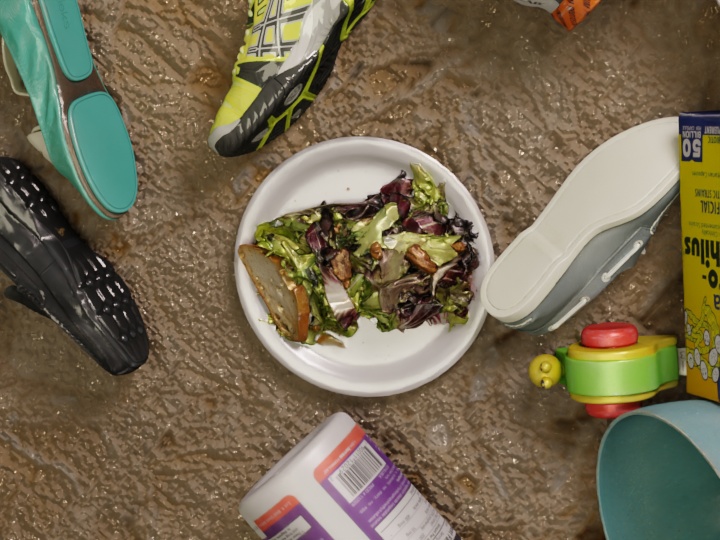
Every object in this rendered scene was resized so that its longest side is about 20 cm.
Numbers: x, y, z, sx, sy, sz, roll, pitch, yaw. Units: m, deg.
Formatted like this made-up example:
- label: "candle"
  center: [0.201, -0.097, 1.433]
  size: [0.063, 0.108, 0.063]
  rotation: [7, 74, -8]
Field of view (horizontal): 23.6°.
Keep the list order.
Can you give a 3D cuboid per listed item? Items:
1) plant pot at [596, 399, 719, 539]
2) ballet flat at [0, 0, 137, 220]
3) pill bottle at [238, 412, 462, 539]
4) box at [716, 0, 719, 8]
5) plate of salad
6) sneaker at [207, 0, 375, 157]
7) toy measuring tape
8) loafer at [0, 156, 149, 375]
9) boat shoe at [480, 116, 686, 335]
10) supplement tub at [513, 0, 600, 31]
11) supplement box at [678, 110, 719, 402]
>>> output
- label: "plant pot"
  center: [0.277, 0.175, 1.213]
  size: [0.135, 0.200, 0.200]
  rotation: [-17, 99, -21]
- label: "ballet flat"
  center: [-0.227, -0.131, 1.306]
  size: [0.070, 0.067, 0.200]
  rotation: [-12, 99, 37]
- label: "pill bottle"
  center: [0.013, 0.214, 1.295]
  size: [0.111, 0.111, 0.200]
  rotation: [-42, 91, 15]
- label: "box"
  center: [0.271, -0.243, 1.162]
  size: [0.112, 0.101, 0.200]
  rotation: [-28, 95, 15]
- label: "plate of salad"
  center: [0.000, 0.000, 1.289]
  size: [0.200, 0.048, 0.200]
  rotation: [2, 100, 11]
- label: "sneaker"
  center: [-0.055, -0.173, 1.260]
  size: [0.076, 0.075, 0.200]
  rotation: [36, 95, 10]
- label: "toy measuring tape"
  center: [0.221, 0.071, 1.249]
  size: [0.200, 0.074, 0.074]
  rotation: [-3, 100, 11]
- label: "loafer"
  center: [-0.240, 0.004, 1.328]
  size: [0.070, 0.068, 0.201]
  rotation: [-41, 86, 23]
- label: "boat shoe"
  center: [0.176, -0.030, 1.254]
  size: [0.200, 0.073, 0.062]
  rotation: [-44, 133, 9]
- label: "supplement tub"
  center: [0.108, -0.267, 1.178]
  size: [0.123, 0.123, 0.200]
  rotation: [-44, 90, 15]
- label: "supplement box"
  center: [0.291, -0.011, 1.174]
  size: [0.109, 0.109, 0.200]
  rotation: [-5, 96, -18]
